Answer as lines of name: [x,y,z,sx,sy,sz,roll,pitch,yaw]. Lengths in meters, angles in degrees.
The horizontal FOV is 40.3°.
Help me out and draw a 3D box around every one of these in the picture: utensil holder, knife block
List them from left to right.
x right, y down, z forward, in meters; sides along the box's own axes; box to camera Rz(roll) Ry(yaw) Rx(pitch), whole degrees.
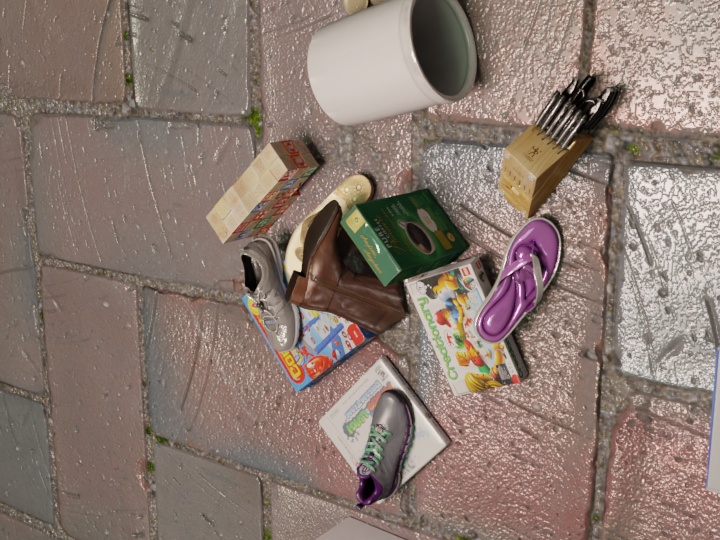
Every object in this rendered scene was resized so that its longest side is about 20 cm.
utensil holder: [0.044,-0.312,1.447,0.198,0.169,0.172,-7,97,39]
knife block: [0.281,-0.181,1.381,0.064,0.175,0.200,46,168,18]

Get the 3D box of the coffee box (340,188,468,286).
coffee box: [0.069,-0.053,1.469,0.044,0.199,0.123,-44,76,35]

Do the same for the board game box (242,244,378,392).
board game box: [-0.087,0.076,1.705,0.196,0.056,0.201,-40,77,35]

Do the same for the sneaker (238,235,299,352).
sneaker: [-0.165,0.046,1.667,0.074,0.082,0.202,-16,92,37]

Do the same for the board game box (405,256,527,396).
board game box: [0.164,0.089,1.518,0.125,0.035,0.202,-18,100,38]

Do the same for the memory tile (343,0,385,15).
memory tile: [0.018,-0.505,1.512,0.152,0.017,0.202,-8,97,37]

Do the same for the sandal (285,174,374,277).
sandal: [-0.064,-0.073,1.598,0.078,0.070,0.212,43,101,13]

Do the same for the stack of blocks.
stack of blocks: [-0.160,-0.136,1.669,0.200,0.115,0.059,-44,76,34]

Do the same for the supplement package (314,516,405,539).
supplement package: [-0.008,0.570,1.706,0.149,0.151,0.202,13,109,33]

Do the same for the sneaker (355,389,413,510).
sneaker: [0.034,0.300,1.622,0.074,0.087,0.202,16,111,31]

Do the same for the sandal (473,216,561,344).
sandal: [0.235,0.022,1.431,0.082,0.050,0.204,24,101,-3]

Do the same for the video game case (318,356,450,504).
video game case: [0.037,0.276,1.683,0.183,0.024,0.200,52,125,14]

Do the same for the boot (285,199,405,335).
boot: [0.000,0.000,1.573,0.188,0.198,0.064,-64,22,17]

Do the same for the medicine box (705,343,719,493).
medicine box: [0.504,0.162,1.203,0.102,0.199,0.184,8,106,32]
